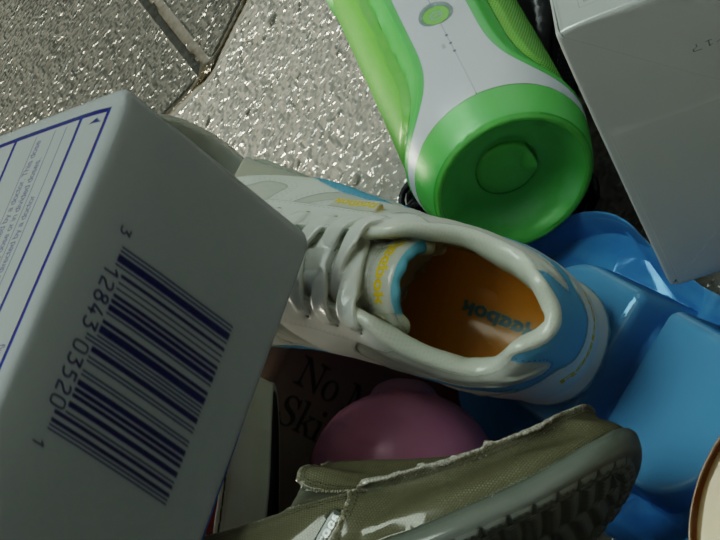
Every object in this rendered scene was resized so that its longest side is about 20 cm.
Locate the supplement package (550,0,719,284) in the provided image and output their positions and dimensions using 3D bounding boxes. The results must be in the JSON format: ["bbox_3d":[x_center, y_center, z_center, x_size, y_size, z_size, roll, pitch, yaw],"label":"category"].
[{"bbox_3d":[0.153,-0.134,0.776,0.151,0.151,0.201,-19,46,13],"label":"supplement package"}]

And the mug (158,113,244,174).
[{"bbox_3d":[-0.151,0.034,1.094,0.200,0.133,0.178,-41,9,33],"label":"mug"}]

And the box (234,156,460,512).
[{"bbox_3d":[-0.027,0.069,0.918,0.109,0.127,0.201,21,82,55],"label":"box"}]

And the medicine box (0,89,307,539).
[{"bbox_3d":[-0.142,0.052,0.758,0.199,0.103,0.183,-14,48,45],"label":"medicine box"}]

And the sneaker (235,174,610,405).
[{"bbox_3d":[0.000,0.000,0.802,0.198,0.081,0.077,12,82,18],"label":"sneaker"}]

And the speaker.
[{"bbox_3d":[0.040,-0.099,0.909,0.088,0.088,0.201,-45,38,20],"label":"speaker"}]

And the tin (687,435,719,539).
[{"bbox_3d":[0.168,0.131,0.656,0.111,0.042,0.202,-12,67,28],"label":"tin"}]

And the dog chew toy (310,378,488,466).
[{"bbox_3d":[0.016,0.141,0.799,0.124,0.124,0.202,-25,54,41],"label":"dog chew toy"}]

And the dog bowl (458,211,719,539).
[{"bbox_3d":[0.118,0.049,0.813,0.112,0.049,0.200,-59,34,2],"label":"dog bowl"}]

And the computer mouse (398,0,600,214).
[{"bbox_3d":[0.076,-0.111,0.985,0.138,0.053,0.202,-7,60,51],"label":"computer mouse"}]

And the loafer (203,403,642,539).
[{"bbox_3d":[0.006,0.091,0.720,0.199,0.075,0.070,-23,59,-4],"label":"loafer"}]

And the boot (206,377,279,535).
[{"bbox_3d":[-0.109,0.131,0.803,0.072,0.143,0.202,50,-129,-82],"label":"boot"}]
